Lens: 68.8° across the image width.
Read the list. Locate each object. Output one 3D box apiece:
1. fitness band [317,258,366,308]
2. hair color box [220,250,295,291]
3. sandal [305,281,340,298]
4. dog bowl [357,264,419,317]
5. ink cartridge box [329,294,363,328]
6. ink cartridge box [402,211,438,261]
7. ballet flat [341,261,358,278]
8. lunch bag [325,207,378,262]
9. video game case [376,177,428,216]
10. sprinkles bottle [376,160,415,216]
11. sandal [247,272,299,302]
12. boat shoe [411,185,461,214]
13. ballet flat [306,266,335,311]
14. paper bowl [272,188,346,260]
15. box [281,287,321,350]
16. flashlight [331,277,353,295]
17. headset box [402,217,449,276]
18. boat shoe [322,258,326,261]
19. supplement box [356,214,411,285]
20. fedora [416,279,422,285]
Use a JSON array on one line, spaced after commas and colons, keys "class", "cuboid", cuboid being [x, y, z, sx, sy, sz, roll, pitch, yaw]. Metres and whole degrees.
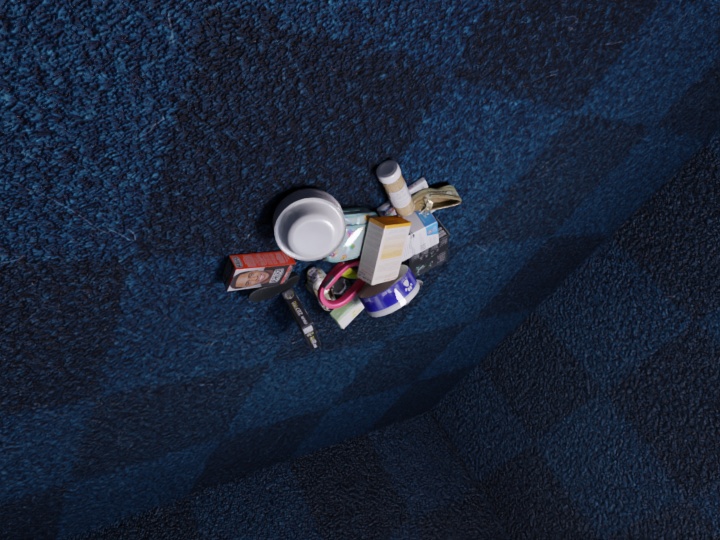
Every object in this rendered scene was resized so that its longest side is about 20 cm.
[{"class": "fitness band", "cuboid": [-0.055, 0.042, 1.745, 0.200, 0.037, 0.144, -46, 140, 3]}, {"class": "hair color box", "cuboid": [-0.305, -0.001, 1.580, 0.200, 0.061, 0.102, -7, 143, -37]}, {"class": "sandal", "cuboid": [-0.128, 0.078, 1.882, 0.080, 0.054, 0.200, -38, 151, 10]}, {"class": "dog bowl", "cuboid": [0.094, 0.067, 1.769, 0.200, 0.079, 0.200, -29, -164, 9]}, {"class": "ink cartridge box", "cuboid": [-0.028, 0.149, 1.923, 0.146, 0.048, 0.200, -45, 156, -9]}, {"class": "ink cartridge box", "cuboid": [0.160, -0.112, 1.791, 0.200, 0.086, 0.146, -26, 152, -3]}, {"class": "ballet flat", "cuboid": [0.000, 0.000, 1.882, 0.200, 0.067, 0.067, 7, 125, -48]}, {"class": "lunch bag", "cuboid": [-0.041, -0.115, 1.612, 0.200, 0.077, 0.161, -12, 124, -36]}, {"class": "video game case", "cuboid": [0.158, -0.206, 1.760, 0.182, 0.023, 0.200, -34, 152, 3]}, {"class": "sprinkles bottle", "cuboid": [0.109, -0.243, 1.581, 0.068, 0.068, 0.200, -33, 144, 1]}, {"class": "sandal", "cuboid": [-0.288, 0.049, 1.700, 0.200, 0.048, 0.075, -23, 151, -42]}, {"class": "boat shoe", "cuboid": [0.240, -0.228, 1.716, 0.200, 0.063, 0.073, -19, 150, -23]}, {"class": "ballet flat", "cuboid": [-0.125, 0.070, 1.796, 0.072, 0.072, 0.200, -28, 135, -8]}, {"class": "paper bowl", "cuboid": [-0.138, -0.115, 1.449, 0.200, 0.104, 0.201, -7, 126, -10]}, {"class": "box", "cuboid": [-0.204, 0.172, 1.843, 0.049, 0.161, 0.200, -26, 152, -9]}, {"class": "flashlight", "cuboid": [-0.052, 0.072, 1.885, 0.068, 0.068, 0.200, -12, 169, 15]}, {"class": "headset box", "cuboid": [0.233, -0.074, 1.962, 0.174, 0.093, 0.200, -28, 151, -8]}, {"class": "boat shoe", "cuboid": [-0.039, -0.067, 1.733, 0.201, 0.061, 0.072, -5, 180, -41]}, {"class": "supplement box", "cuboid": [0.072, -0.066, 1.638, 0.126, 0.074, 0.200, -11, 122, -46]}, {"class": "fedora", "cuboid": [0.140, 0.086, 2.026, 0.177, 0.090, 0.200, 13, 167, -43]}]
